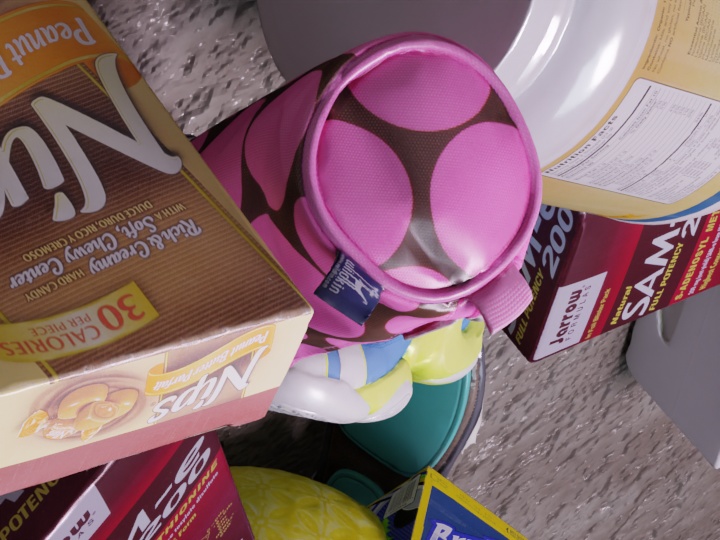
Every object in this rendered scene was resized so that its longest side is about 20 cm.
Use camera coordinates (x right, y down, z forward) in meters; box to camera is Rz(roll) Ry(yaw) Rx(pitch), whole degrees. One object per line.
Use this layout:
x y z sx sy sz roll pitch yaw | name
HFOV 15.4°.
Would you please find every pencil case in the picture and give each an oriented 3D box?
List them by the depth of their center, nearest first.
-0.016 -0.012 0.877 0.091 0.094 0.200 -45 -169 -20 | pencil case

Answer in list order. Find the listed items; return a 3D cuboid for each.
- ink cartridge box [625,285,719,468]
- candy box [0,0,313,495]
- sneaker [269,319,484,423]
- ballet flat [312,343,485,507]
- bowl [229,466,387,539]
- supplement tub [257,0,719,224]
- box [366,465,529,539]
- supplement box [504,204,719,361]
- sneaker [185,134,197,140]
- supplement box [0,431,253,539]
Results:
0.250 0.000 1.386 0.199 0.083 0.147 -23 147 -24 | ink cartridge box
-0.117 -0.030 0.806 0.115 0.200 0.055 -15 145 -36 | candy box
0.000 0.000 1.092 0.200 0.075 0.106 -17 117 -70 | sneaker
0.017 0.083 1.269 0.073 0.073 0.201 -11 137 -40 | ballet flat
-0.091 0.157 1.175 0.108 0.200 0.200 39 105 -18 | bowl
0.070 -0.098 0.979 0.145 0.145 0.200 -50 149 21 | supplement tub
-0.012 0.172 1.243 0.070 0.064 0.200 37 132 -20 | box
0.152 -0.043 1.223 0.199 0.061 0.109 -21 148 -27 | supplement box
-0.082 0.026 1.051 0.077 0.080 0.200 -21 146 -28 | sneaker
-0.100 0.091 0.928 0.109 0.061 0.200 -51 162 -15 | supplement box
